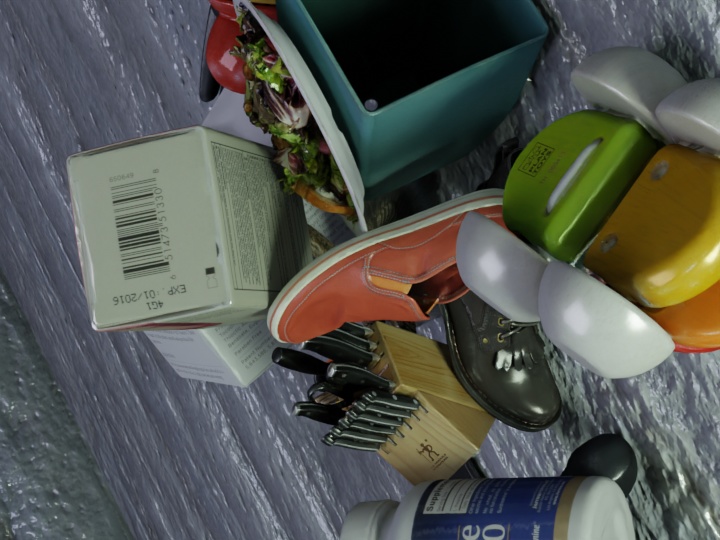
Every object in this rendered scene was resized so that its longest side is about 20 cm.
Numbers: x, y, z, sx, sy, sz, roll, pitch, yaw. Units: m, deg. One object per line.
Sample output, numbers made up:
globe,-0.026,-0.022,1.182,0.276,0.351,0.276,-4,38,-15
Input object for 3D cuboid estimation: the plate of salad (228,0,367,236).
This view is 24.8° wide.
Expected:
plate of salad,-0.051,-0.105,1.164,0.201,0.048,0.200,61,175,9

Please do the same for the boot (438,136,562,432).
boot,0.120,0.017,1.207,0.201,0.069,0.174,59,151,2

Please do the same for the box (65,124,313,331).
box,-0.118,-0.025,1.203,0.200,0.108,0.129,7,-108,-74

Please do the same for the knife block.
knife block,0.022,0.081,1.272,0.176,0.200,0.064,44,116,1

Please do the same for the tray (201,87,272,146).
tray,-0.052,-0.173,1.335,0.201,0.022,0.107,-58,41,9

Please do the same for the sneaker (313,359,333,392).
sneaker,0.027,0.111,1.485,0.200,0.090,0.070,20,129,63

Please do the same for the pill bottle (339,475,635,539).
pill bottle,0.089,0.206,1.184,0.199,0.111,0.112,-6,111,28

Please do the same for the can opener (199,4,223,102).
can opener,-0.118,-0.229,1.487,0.063,0.078,0.201,50,142,28

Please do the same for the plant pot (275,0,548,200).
plant pot,0.026,-0.146,1.175,0.142,0.141,0.200,60,165,18

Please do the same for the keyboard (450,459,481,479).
keyboard,0.123,0.263,1.506,0.201,0.021,0.127,60,152,21

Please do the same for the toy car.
toy car,0.169,-0.021,0.959,0.150,0.175,0.200,37,178,-35

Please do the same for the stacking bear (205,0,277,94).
stacking bear,-0.074,-0.234,1.269,0.121,0.113,0.201,34,122,55

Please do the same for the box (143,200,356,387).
box,-0.105,-0.008,1.505,0.131,0.200,0.199,52,162,-14

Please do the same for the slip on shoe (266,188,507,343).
slip on shoe,0.024,0.009,1.145,0.074,0.199,0.061,39,-149,-61

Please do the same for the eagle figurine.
eagle figurine,0.001,0.001,1.350,0.151,0.151,0.201,2,113,66

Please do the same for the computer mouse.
computer mouse,0.140,0.199,1.242,0.200,0.034,0.059,-56,42,25
